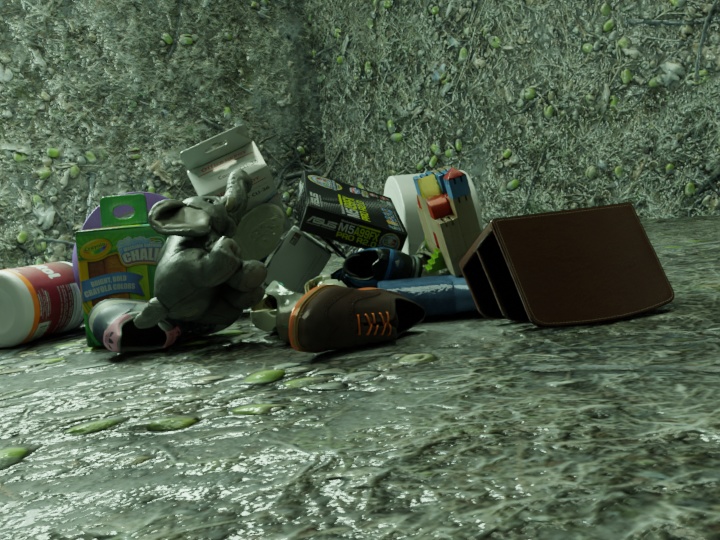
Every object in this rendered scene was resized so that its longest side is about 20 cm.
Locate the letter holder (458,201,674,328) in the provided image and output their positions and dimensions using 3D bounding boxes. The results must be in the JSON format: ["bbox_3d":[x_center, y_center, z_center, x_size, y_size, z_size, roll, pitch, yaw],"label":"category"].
[{"bbox_3d":[0.242,0.014,0.894,0.199,0.143,0.101,-8,-26,-22],"label":"letter holder"}]

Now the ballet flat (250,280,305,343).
[{"bbox_3d":[-0.108,0.051,0.962,0.063,0.068,0.200,-16,8,-19],"label":"ballet flat"}]

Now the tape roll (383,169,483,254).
[{"bbox_3d":[0.128,-0.079,1.406,0.139,0.204,0.203,-6,5,-9],"label":"tape roll"}]

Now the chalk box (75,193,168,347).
[{"bbox_3d":[-0.322,-0.006,1.065,0.124,0.201,0.124,-7,5,-11],"label":"chalk box"}]

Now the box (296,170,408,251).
[{"bbox_3d":[-0.019,-0.092,1.205,0.160,0.044,0.200,17,19,-12],"label":"box"}]

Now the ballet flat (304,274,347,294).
[{"bbox_3d":[-0.044,0.039,1.005,0.069,0.070,0.200,-7,5,-12],"label":"ballet flat"}]

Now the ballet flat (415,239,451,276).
[{"bbox_3d":[0.114,-0.008,1.189,0.071,0.072,0.200,-7,5,-13],"label":"ballet flat"}]

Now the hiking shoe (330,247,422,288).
[{"bbox_3d":[0.000,0.000,1.122,0.087,0.075,0.200,26,-28,-34],"label":"hiking shoe"}]

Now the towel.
[{"bbox_3d":[0.122,0.033,1.000,0.199,0.049,0.112,-5,5,3],"label":"towel"}]

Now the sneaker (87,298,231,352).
[{"bbox_3d":[-0.235,0.072,0.967,0.199,0.070,0.082,-8,27,-33],"label":"sneaker"}]

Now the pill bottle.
[{"bbox_3d":[-0.489,0.046,1.180,0.113,0.113,0.200,-4,5,18],"label":"pill bottle"}]

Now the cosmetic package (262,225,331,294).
[{"bbox_3d":[-0.111,-0.009,1.284,0.081,0.113,0.200,33,4,-7],"label":"cosmetic package"}]

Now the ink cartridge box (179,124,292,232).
[{"bbox_3d":[-0.194,-0.123,1.203,0.116,0.068,0.200,-27,-36,-7],"label":"ink cartridge box"}]

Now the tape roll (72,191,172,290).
[{"bbox_3d":[-0.342,-0.018,1.193,0.199,0.201,0.066,-8,-11,-30],"label":"tape roll"}]

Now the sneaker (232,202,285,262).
[{"bbox_3d":[-0.192,-0.017,1.223,0.077,0.200,0.111,27,-5,-13],"label":"sneaker"}]

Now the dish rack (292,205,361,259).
[{"bbox_3d":[-0.023,-0.043,1.260,0.200,0.055,0.153,41,0,-38],"label":"dish rack"}]

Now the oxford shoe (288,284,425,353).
[{"bbox_3d":[0.000,0.050,0.831,0.072,0.071,0.200,4,9,34],"label":"oxford shoe"}]

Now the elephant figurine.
[{"bbox_3d":[-0.205,-0.036,0.964,0.141,0.200,0.155,-44,-36,25],"label":"elephant figurine"}]

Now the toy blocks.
[{"bbox_3d":[0.117,-0.080,1.051,0.100,0.137,0.200,-19,15,-3],"label":"toy blocks"}]
